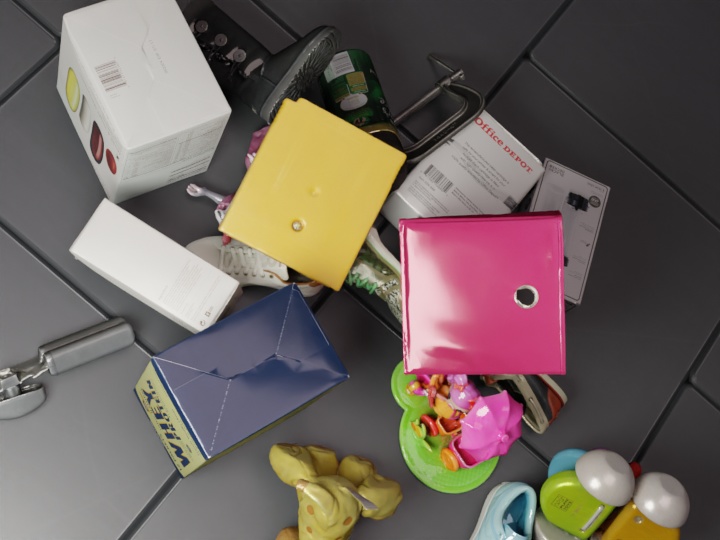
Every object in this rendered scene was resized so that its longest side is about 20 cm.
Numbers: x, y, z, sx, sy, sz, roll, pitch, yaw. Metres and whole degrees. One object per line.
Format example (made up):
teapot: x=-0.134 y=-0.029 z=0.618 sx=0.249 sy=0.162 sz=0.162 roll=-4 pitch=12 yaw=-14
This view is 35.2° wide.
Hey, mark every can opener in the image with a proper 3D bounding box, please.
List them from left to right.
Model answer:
can opener: x=-0.376 y=0.124 z=1.416 sx=0.199 sy=0.053 sz=0.067 roll=-22 pitch=113 yaw=-23

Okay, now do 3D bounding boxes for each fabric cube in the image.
fabric cube: x=0.160 y=0.024 z=1.449 sx=0.198 sy=0.200 sz=0.197 roll=-1 pitch=94 yaw=9

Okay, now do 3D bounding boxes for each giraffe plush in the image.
giraffe plush: x=-0.046 y=0.326 z=1.407 sx=0.172 sy=0.200 sz=0.163 roll=17 pitch=98 yaw=-16

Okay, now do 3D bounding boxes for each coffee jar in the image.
coffee jar: x=0.003 y=-0.203 z=1.569 sx=0.085 sy=0.104 sz=0.201 roll=-18 pitch=58 yaw=1

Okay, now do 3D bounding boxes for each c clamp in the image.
c clamp: x=0.092 y=-0.227 z=1.647 sx=0.200 sy=0.027 sz=0.171 roll=-42 pitch=45 yaw=-17

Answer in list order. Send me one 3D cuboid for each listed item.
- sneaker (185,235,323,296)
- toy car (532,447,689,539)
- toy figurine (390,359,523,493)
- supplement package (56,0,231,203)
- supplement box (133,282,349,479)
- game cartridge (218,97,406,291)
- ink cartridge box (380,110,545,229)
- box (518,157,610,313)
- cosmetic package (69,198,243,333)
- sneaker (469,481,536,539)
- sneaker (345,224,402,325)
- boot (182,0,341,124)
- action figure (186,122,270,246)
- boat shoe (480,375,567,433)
sneaker: x=-0.137 y=-0.015 z=1.509 sx=0.199 sy=0.085 sz=0.073 roll=7 pitch=73 yaw=-14
toy car: x=0.334 y=0.309 z=1.536 sx=0.199 sy=0.175 sz=0.150 roll=23 pitch=33 yaw=-10
toy figurine: x=0.136 y=0.183 z=1.481 sx=0.150 sy=0.184 sz=0.201 roll=-27 pitch=83 yaw=-23
supplement package: x=-0.285 y=-0.222 z=1.462 sx=0.147 sy=0.200 sz=0.192 roll=-24 pitch=81 yaw=-22
supplement box: x=-0.152 y=0.139 z=1.392 sx=0.199 sy=0.200 sz=0.135 roll=-28 pitch=83 yaw=-23
game cartridge: x=-0.061 y=-0.101 z=1.459 sx=0.176 sy=0.032 sz=0.201 roll=28 pitch=87 yaw=-9
ink cartridge box: x=0.147 y=-0.116 z=1.631 sx=0.146 sy=0.084 sz=0.200 roll=43 pitch=66 yaw=-1
box: x=0.284 y=-0.050 z=1.669 sx=0.116 sy=0.060 sz=0.201 roll=22 pitch=68 yaw=-10
cosmetic package: x=-0.255 y=0.003 z=1.433 sx=0.200 sy=0.108 sz=0.085 roll=33 pitch=82 yaw=0
sneaker: x=0.182 y=0.370 z=1.493 sx=0.074 sy=0.082 sz=0.201 roll=21 pitch=68 yaw=-10
sneaker: x=0.000 y=0.000 z=1.559 sx=0.088 sy=0.077 sz=0.200 roll=-29 pitch=76 yaw=-19
boot: x=-0.150 y=-0.317 z=1.564 sx=0.200 sy=0.066 sz=0.165 roll=37 pitch=81 yaw=19
action figure: x=-0.133 y=-0.105 z=1.542 sx=0.149 sy=0.134 sz=0.200 roll=45 pitch=59 yaw=-30
boat shoe: x=0.200 y=0.141 z=1.580 sx=0.200 sy=0.071 sz=0.063 roll=43 pitch=69 yaw=-6
